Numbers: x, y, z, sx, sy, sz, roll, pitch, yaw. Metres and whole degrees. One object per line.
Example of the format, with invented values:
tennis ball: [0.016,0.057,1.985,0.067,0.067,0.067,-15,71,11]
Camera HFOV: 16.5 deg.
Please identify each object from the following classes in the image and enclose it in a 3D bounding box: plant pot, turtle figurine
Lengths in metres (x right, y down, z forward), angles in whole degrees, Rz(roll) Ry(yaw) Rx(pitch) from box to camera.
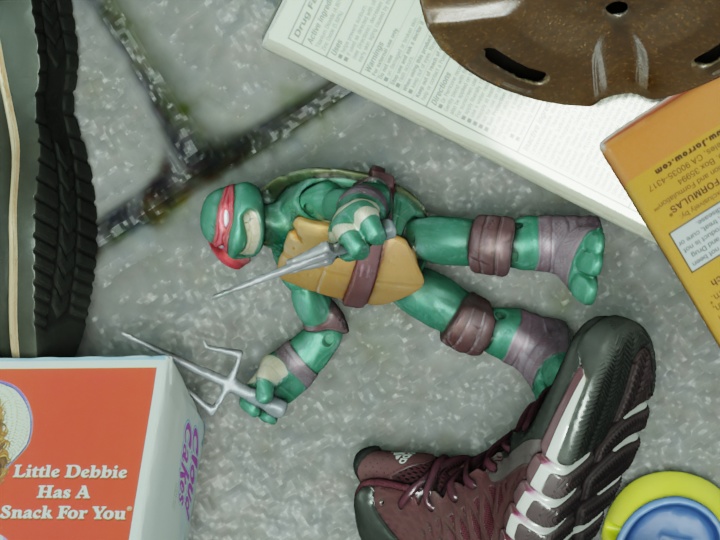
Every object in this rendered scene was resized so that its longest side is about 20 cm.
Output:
plant pot: [0.092,-0.186,0.988,0.200,0.200,0.198,-7,56,8]
turtle figurine: [0.000,0.000,1.094,0.200,0.150,0.101,9,57,-4]

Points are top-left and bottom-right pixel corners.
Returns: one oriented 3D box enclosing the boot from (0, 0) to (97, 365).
boot: [-0.200,-0.049,1.147,0.138,0.077,0.200,-5,81,13]

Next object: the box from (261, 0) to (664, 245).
box: [0.067,-0.096,1.097,0.200,0.078,0.095,28,97,5]

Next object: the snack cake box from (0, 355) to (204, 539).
snack cake box: [-0.178,0.103,1.098,0.200,0.067,0.115,-1,57,13]

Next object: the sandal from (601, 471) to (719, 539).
sandal: [0.125,0.193,1.105,0.079,0.087,0.200,5,96,6]

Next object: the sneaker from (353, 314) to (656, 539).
sneaker: [0.050,0.088,1.089,0.115,0.076,0.200,31,122,25]

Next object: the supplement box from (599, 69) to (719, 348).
supplement box: [0.174,0.021,0.990,0.069,0.067,0.200,-33,71,7]
